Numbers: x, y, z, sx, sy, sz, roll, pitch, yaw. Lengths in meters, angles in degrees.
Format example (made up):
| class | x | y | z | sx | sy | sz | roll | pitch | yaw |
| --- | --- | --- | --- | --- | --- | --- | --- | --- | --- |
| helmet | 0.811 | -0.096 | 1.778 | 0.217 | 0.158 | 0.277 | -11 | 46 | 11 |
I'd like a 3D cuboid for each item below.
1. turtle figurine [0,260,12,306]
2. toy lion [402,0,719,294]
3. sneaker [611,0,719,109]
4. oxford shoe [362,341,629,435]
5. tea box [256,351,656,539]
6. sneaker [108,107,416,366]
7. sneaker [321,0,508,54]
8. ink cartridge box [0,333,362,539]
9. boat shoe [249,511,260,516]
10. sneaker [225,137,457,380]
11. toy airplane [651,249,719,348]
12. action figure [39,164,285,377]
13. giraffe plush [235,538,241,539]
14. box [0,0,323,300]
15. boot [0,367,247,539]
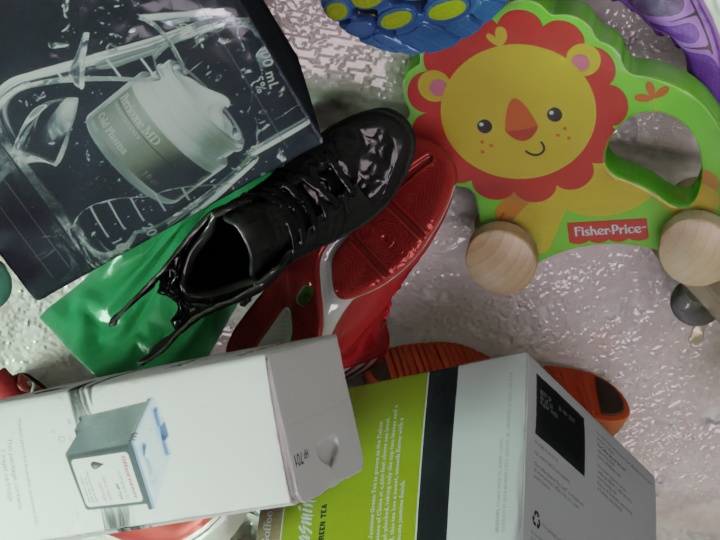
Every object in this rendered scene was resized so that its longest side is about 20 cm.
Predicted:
| class | x | y | z | sx | sy | sz | roll | pitch | yaw |
| --- | --- | --- | --- | --- | --- | --- | --- | --- | --- |
| turtle figurine | -0.270 | -0.001 | 0.995 | 0.101 | 0.199 | 0.150 | -61 | 162 | -9 |
| toy lion | 0.129 | -0.085 | 1.073 | 0.198 | 0.069 | 0.193 | -2 | 120 | 14 |
| sneaker | 0.182 | -0.178 | 1.053 | 0.083 | 0.081 | 0.201 | -18 | 118 | 22 |
| oxford shoe | 0.088 | 0.103 | 1.200 | 0.198 | 0.072 | 0.073 | 13 | 123 | -19 |
| tea box | 0.066 | 0.169 | 1.135 | 0.195 | 0.135 | 0.200 | -13 | 144 | 30 |
| sneaker | -0.052 | -0.022 | 1.003 | 0.199 | 0.104 | 0.060 | -35 | 93 | 8 |
| sneaker | 0.065 | -0.195 | 1.010 | 0.199 | 0.083 | 0.071 | -30 | 130 | 27 |
| ink cartridge box | -0.115 | 0.098 | 0.981 | 0.198 | 0.146 | 0.087 | -13 | 89 | 14 |
| boat shoe | -0.097 | 0.125 | 1.183 | 0.199 | 0.070 | 0.066 | 34 | 147 | -27 |
| sneaker | 0.000 | 0.000 | 1.114 | 0.200 | 0.115 | 0.078 | -47 | 73 | 14 |
| toy airplane | 0.288 | 0.073 | 1.145 | 0.198 | 0.201 | 0.141 | 16 | 133 | -22 |
| action figure | -0.099 | -0.009 | 1.090 | 0.118 | 0.055 | 0.200 | 40 | 96 | 15 |
| giraffe plush | -0.117 | 0.269 | 1.228 | 0.198 | 0.173 | 0.164 | 4 | 100 | -1 |
| box | -0.156 | -0.126 | 0.981 | 0.196 | 0.124 | 0.201 | -29 | 122 | 6 |
| boot | -0.168 | 0.118 | 1.106 | 0.199 | 0.073 | 0.144 | -4 | 134 | 48 |
